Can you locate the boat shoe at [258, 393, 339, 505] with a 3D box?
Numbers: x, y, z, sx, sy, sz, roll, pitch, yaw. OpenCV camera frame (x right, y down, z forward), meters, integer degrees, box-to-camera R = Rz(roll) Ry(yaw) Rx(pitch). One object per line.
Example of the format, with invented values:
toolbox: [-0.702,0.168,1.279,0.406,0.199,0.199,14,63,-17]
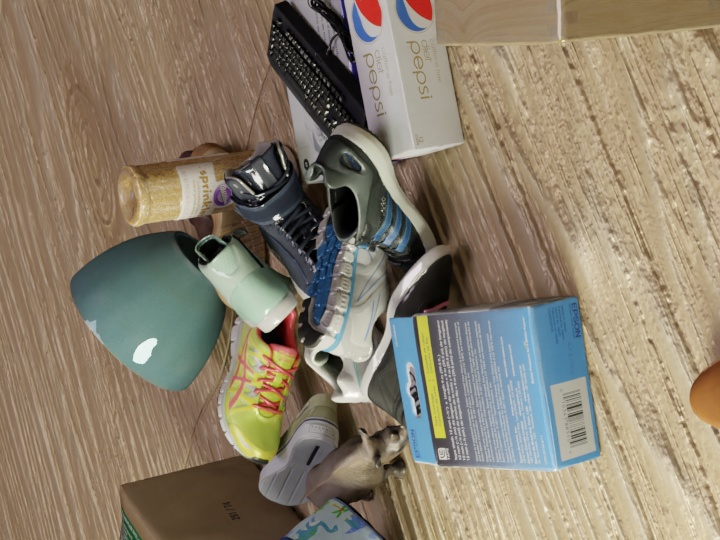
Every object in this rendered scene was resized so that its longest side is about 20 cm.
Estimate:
boat shoe: [-0.063,0.210,1.729,0.200,0.071,0.063,125,163,-53]

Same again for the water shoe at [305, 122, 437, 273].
water shoe: [0.007,-0.050,1.434,0.071,0.079,0.201,22,152,46]

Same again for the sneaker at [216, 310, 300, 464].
sneaker: [-0.109,0.121,1.721,0.090,0.078,0.202,-33,49,43]

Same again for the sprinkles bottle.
sprinkles bottle: [-0.168,-0.095,1.670,0.068,0.198,0.069,25,120,54]

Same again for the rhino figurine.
rhino figurine: [0.004,0.202,1.577,0.200,0.087,0.060,-48,59,53]

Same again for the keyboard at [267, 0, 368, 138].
keyboard: [-0.040,-0.209,1.520,0.200,0.020,0.128,52,138,37]

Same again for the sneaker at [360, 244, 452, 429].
sneaker: [0.071,0.074,1.459,0.099,0.070,0.201,42,129,29]

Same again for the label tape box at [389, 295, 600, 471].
label tape box: [0.118,0.103,1.364,0.199,0.066,0.145,-7,93,55]

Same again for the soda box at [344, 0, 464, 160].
soda box: [0.037,-0.209,1.422,0.068,0.063,0.202,-11,91,55]

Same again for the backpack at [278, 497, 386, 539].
backpack: [-0.016,0.354,1.548,0.183,0.146,0.202,29,142,52]

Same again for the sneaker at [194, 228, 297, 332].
sneaker: [-0.130,0.001,1.671,0.118,0.074,0.200,47,175,-7]

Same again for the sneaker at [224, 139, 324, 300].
sneaker: [-0.069,-0.051,1.583,0.202,0.077,0.147,40,162,44]

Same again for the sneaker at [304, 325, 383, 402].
sneaker: [-0.028,0.061,1.600,0.201,0.079,0.071,57,144,38]

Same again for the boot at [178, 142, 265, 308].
boot: [-0.176,-0.056,1.849,0.166,0.072,0.203,-176,76,-71]

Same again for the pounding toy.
pounding toy: [0.135,-0.246,1.135,0.199,0.182,0.144,12,109,57]

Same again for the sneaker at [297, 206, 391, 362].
sneaker: [0.000,0.000,1.520,0.075,0.086,0.202,-10,58,50]

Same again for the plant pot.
plant pot: [-0.242,0.031,1.874,0.135,0.200,0.201,-44,54,13]

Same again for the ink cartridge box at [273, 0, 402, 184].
ink cartridge box: [-0.016,-0.198,1.542,0.199,0.040,0.202,-11,89,59]

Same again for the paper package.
paper package: [-0.175,0.332,1.816,0.200,0.189,0.105,42,132,47]

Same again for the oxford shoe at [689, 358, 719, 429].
oxford shoe: [0.296,0.090,1.076,0.199,0.071,0.072,-11,91,61]
